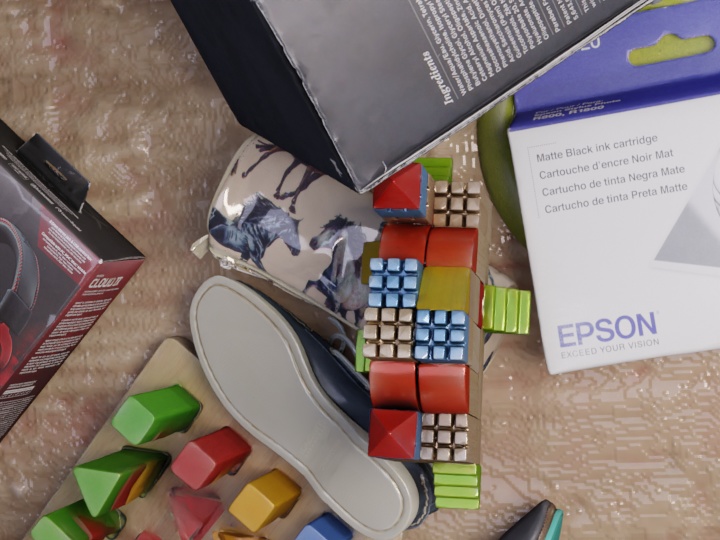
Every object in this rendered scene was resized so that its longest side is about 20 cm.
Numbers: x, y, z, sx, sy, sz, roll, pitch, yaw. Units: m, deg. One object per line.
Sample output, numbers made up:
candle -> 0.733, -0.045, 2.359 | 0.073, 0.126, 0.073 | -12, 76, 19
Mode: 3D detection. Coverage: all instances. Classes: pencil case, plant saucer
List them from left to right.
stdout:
pencil case -> 0.000, 0.000, 1.083 | 0.199, 0.078, 0.090 | 31, 91, 12
plant saucer -> 0.164, -0.084, 1.060 | 0.199, 0.031, 0.201 | 1, 92, 15

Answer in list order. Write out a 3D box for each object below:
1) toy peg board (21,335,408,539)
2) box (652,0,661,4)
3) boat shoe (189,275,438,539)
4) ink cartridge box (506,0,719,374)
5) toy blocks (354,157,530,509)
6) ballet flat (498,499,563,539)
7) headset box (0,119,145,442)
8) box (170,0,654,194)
toy peg board -> -0.113, 0.182, 1.114 | 0.199, 0.098, 0.200 | 39, 102, 11
box -> 0.221, -0.253, 0.982 | 0.199, 0.115, 0.133 | -27, 85, 7
boat shoe -> -0.025, 0.078, 1.101 | 0.200, 0.062, 0.075 | 42, 118, 19
ink cartridge box -> 0.187, -0.053, 1.018 | 0.198, 0.041, 0.201 | -10, 90, 16
toy blocks -> 0.036, 0.027, 0.963 | 0.099, 0.137, 0.201 | 2, 83, 10
ballet flat -> 0.071, 0.231, 1.081 | 0.073, 0.073, 0.201 | 12, 98, 15
headset box -> -0.248, 0.003, 1.154 | 0.149, 0.075, 0.200 | 43, 102, 10
box -> 0.017, -0.159, 0.966 | 0.196, 0.200, 0.124 | -36, 115, -10
